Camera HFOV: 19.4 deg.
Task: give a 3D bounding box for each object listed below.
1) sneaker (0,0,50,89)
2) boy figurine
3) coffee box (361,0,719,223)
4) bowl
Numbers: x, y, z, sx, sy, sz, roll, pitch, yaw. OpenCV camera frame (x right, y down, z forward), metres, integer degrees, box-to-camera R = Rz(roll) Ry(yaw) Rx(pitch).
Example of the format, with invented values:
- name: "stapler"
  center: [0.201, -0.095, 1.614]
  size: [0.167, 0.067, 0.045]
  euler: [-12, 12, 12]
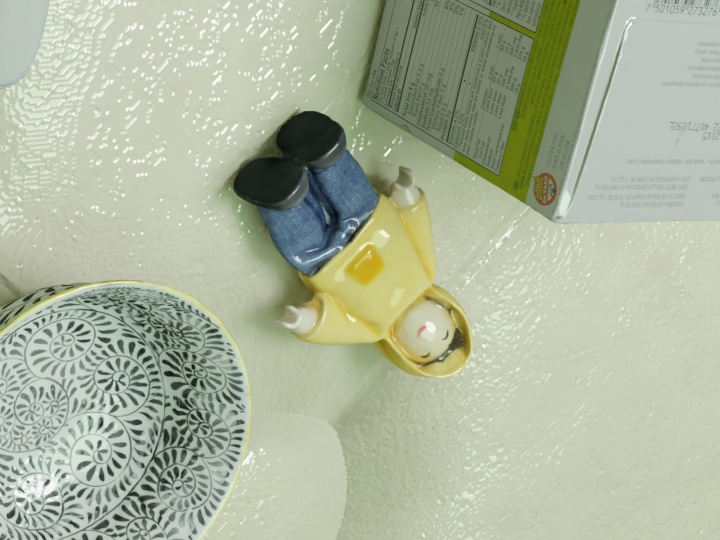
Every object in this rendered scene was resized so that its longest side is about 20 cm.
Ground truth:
- name: "sneaker"
  center: [-0.176, -0.184, 1.062]
  size: [0.073, 0.071, 0.201]
  euler: [-7, 114, -34]
- name: "boy figurine"
  center: [0.000, 0.000, 1.281]
  size: [0.124, 0.064, 0.200]
  euler: [-46, 126, -14]
- name: "coffee box"
  center: [0.151, -0.155, 1.230]
  size: [0.199, 0.198, 0.201]
  euler: [-1, 113, -37]
- name: "bowl"
  center: [-0.169, 0.083, 1.175]
  size: [0.200, 0.094, 0.201]
  euler: [-16, 120, -30]
